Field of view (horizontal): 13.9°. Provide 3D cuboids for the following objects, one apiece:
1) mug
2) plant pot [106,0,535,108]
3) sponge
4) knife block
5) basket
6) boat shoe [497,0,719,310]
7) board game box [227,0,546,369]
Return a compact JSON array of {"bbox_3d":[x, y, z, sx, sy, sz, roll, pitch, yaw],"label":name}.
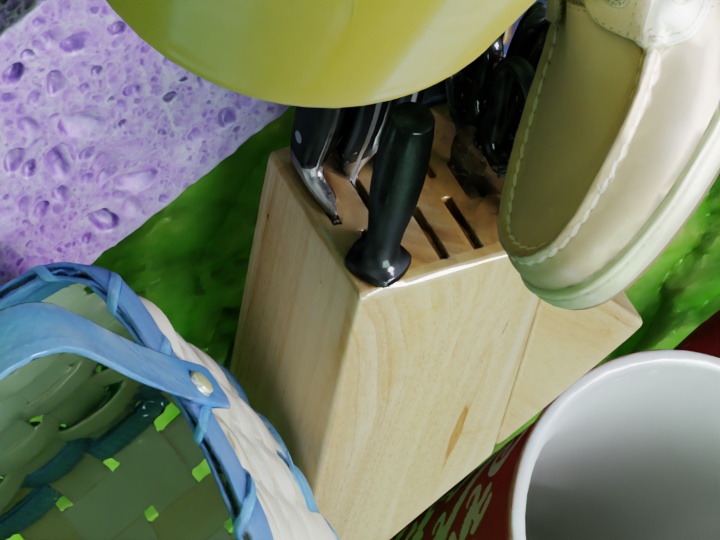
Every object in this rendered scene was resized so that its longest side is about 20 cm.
[{"bbox_3d":[0.096,0.112,1.096,0.177,0.134,0.200,-27,173,-27],"label":"mug"},{"bbox_3d":[0.002,-0.138,0.686,0.200,0.201,0.189,-19,162,-19],"label":"plant pot"},{"bbox_3d":[-0.110,-0.030,0.868,0.200,0.030,0.112,-38,148,10],"label":"sponge"},{"bbox_3d":[0.000,0.000,0.905,0.200,0.064,0.175,-41,145,15],"label":"knife block"},{"bbox_3d":[-0.110,0.085,0.861,0.176,0.139,0.200,-40,161,12],"label":"basket"},{"bbox_3d":[0.074,-0.090,0.792,0.065,0.072,0.200,22,89,-33],"label":"boat shoe"},{"bbox_3d":[0.034,-0.016,1.003,0.135,0.035,0.200,-13,143,-27],"label":"board game box"}]
